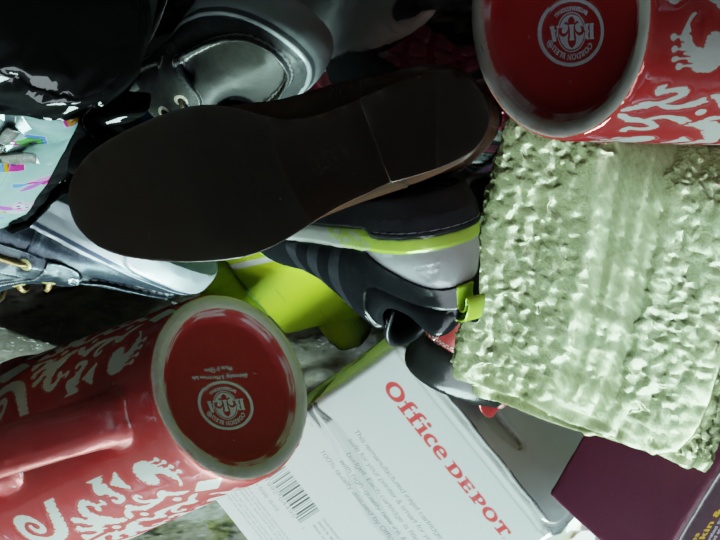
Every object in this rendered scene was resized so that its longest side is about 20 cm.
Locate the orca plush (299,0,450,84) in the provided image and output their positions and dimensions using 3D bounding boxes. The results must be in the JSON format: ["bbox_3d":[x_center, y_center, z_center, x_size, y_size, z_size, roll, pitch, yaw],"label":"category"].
[{"bbox_3d":[0.013,-0.158,1.056,0.105,0.071,0.200,47,132,3],"label":"orca plush"}]

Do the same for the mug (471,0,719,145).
[{"bbox_3d":[0.146,-0.102,1.008,0.200,0.134,0.178,-6,152,-40],"label":"mug"}]

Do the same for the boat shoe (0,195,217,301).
[{"bbox_3d":[-0.180,-0.014,1.177,0.200,0.071,0.091,24,114,-23],"label":"boat shoe"}]

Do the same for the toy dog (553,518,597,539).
[{"bbox_3d":[0.148,0.129,1.421,0.139,0.194,0.200,13,147,-4],"label":"toy dog"}]

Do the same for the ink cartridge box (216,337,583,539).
[{"bbox_3d":[0.026,0.122,1.344,0.146,0.085,0.200,51,131,-2],"label":"ink cartridge box"}]

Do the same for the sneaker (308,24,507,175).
[{"bbox_3d":[0.040,-0.080,1.151,0.199,0.081,0.075,1,155,-10],"label":"sneaker"}]

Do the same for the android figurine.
[{"bbox_3d":[-0.010,-0.013,1.301,0.182,0.041,0.200,-12,151,13],"label":"android figurine"}]

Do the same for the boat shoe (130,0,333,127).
[{"bbox_3d":[-0.076,-0.084,1.070,0.069,0.057,0.200,34,159,-18],"label":"boat shoe"}]

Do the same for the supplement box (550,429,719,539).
[{"bbox_3d":[0.214,0.106,1.256,0.200,0.086,0.110,6,119,-50],"label":"supplement box"}]

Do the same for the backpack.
[{"bbox_3d":[-0.165,-0.104,1.030,0.126,0.167,0.200,25,150,-15],"label":"backpack"}]

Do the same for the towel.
[{"bbox_3d":[0.124,0.006,1.115,0.148,0.037,0.200,18,131,14],"label":"towel"}]

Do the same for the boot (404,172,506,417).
[{"bbox_3d":[0.129,0.023,1.230,0.200,0.072,0.144,5,128,-16],"label":"boot"}]

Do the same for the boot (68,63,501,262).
[{"bbox_3d":[-0.026,-0.050,1.010,0.186,0.064,0.200,-11,-176,3],"label":"boot"}]

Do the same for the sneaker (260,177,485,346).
[{"bbox_3d":[0.000,0.000,1.136,0.072,0.083,0.200,-17,-170,-23],"label":"sneaker"}]

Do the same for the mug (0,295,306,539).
[{"bbox_3d":[-0.144,0.105,1.310,0.200,0.178,0.134,-23,108,46],"label":"mug"}]
